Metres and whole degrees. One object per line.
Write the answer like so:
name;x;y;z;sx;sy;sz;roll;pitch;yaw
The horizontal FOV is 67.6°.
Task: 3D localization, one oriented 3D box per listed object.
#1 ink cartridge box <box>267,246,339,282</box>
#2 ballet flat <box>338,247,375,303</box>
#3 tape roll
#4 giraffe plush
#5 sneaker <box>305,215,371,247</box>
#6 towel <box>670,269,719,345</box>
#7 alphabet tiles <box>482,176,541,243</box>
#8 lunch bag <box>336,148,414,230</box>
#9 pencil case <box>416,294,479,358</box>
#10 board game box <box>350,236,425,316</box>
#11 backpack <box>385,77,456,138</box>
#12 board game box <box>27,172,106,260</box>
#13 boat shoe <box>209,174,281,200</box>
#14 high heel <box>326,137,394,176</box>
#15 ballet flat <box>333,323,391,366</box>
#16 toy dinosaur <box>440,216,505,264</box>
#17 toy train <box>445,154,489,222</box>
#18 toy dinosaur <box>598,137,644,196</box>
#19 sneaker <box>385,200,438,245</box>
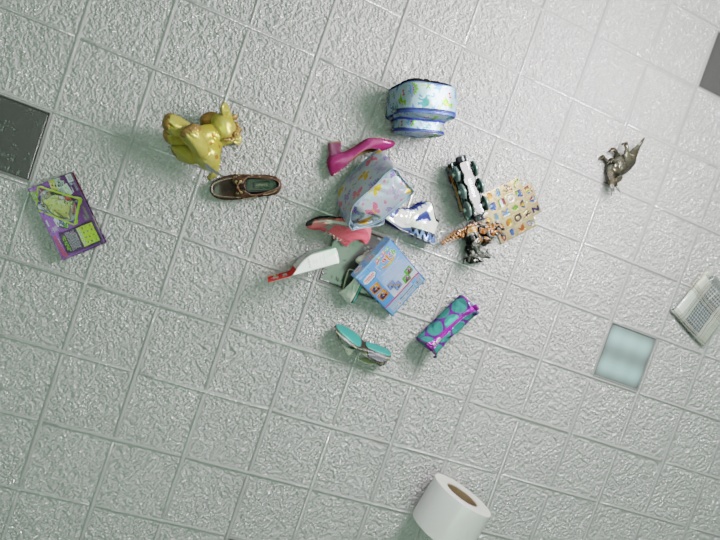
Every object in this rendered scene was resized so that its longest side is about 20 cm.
ink cartridge box;-0.166;-0.020;1.491;0.198;0.161;0.051;-13;97;-9
ballet flat;0.000;0.000;1.582;0.069;0.069;0.201;31;90;-13
tape roll;0.278;0.743;1.645;0.202;0.203;0.140;32;89;-13
giraffe plush;-0.398;-0.360;1.423;0.199;0.173;0.163;37;67;-2
sneaker;-0.059;-0.111;1.548;0.197;0.074;0.088;1;98;-11
towel;1.184;0.128;1.844;0.192;0.035;0.200;43;86;-12
alphabet tiles;0.466;-0.187;1.679;0.198;0.006;0.168;-26;101;-8
lunch bag;0.029;-0.212;1.492;0.200;0.170;0.127;-40;121;8
pencil case;0.266;0.167;1.635;0.200;0.092;0.085;-44;102;-5
board game box;0.084;0.019;1.571;0.151;0.037;0.200;-47;128;-4
backpack;0.173;-0.446;1.493;0.181;0.200;0.149;1;96;-12
board game box;-0.774;-0.143;1.424;0.119;0.032;0.202;-24;99;-12
boat shoe;-0.317;-0.234;1.485;0.197;0.070;0.071;-8;99;-9
high heel;0.003;-0.324;1.539;0.197;0.067;0.097;-5;87;4
ballet flat;-0.004;0.233;1.603;0.199;0.072;0.073;29;90;-12
toy dinosaur;0.344;-0.093;1.637;0.198;0.102;0.138;-10;83;12
toy train;0.314;-0.239;1.584;0.084;0.114;0.202;-20;96;-7
toy dinosaur;0.827;-0.341;1.712;0.200;0.077;0.102;-46;114;-8
sneaker;0.152;-0.164;1.588;0.198;0.080;0.116;24;87;-19
